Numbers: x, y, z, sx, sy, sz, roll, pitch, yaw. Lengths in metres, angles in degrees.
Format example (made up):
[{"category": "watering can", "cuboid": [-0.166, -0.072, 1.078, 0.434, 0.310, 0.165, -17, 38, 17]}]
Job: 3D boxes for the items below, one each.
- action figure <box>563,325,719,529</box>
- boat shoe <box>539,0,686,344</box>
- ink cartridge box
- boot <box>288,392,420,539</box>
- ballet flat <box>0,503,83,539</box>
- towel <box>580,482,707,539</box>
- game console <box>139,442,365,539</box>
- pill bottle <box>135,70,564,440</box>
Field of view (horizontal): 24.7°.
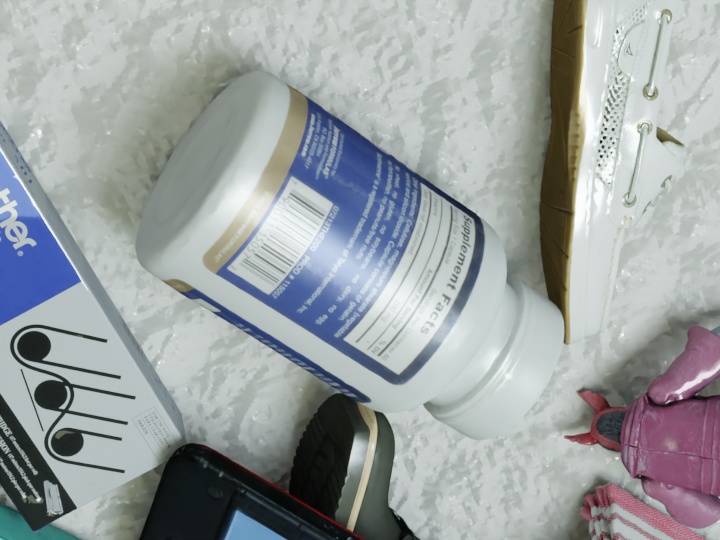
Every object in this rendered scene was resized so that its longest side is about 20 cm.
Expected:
[{"category": "action figure", "cuboid": [0.201, 0.102, 0.865, 0.199, 0.149, 0.135, 3, 107, 23]}, {"category": "boat shoe", "cuboid": [0.131, -0.057, 0.825, 0.069, 0.071, 0.201, -1, 112, -8]}, {"category": "ink cartridge box", "cuboid": [-0.174, 0.027, 0.819, 0.094, 0.044, 0.200, -28, 115, 0]}, {"category": "boot", "cuboid": [0.030, 0.153, 0.904, 0.138, 0.078, 0.201, 1, 126, -16]}, {"category": "ballet flat", "cuboid": [-0.221, 0.134, 0.846, 0.200, 0.073, 0.073, 39, 102, -25]}, {"category": "towel", "cuboid": [0.188, 0.216, 0.887, 0.146, 0.200, 0.030, 31, 121, -21]}, {"category": "game console", "cuboid": [-0.052, 0.217, 0.820, 0.199, 0.119, 0.173, 29, 127, 9]}, {"category": "pill bottle", "cuboid": [0.000, 0.000, 0.803, 0.200, 0.111, 0.111, 33, 104, -21]}]
